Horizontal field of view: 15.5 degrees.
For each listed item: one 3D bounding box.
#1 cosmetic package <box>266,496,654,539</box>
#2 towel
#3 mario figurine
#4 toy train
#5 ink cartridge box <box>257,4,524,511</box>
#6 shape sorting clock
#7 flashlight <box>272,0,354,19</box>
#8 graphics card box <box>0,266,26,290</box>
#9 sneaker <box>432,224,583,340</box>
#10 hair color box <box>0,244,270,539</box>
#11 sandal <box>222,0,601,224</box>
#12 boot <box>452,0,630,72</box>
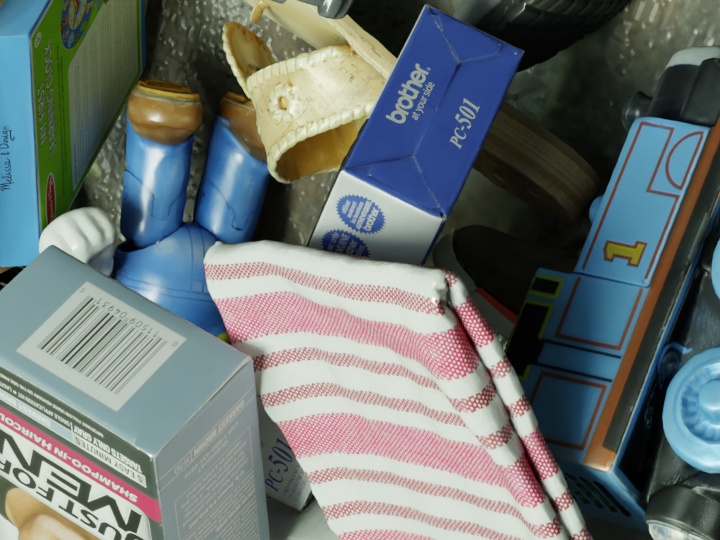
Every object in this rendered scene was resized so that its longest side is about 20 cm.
[{"bbox_3d":[0.052,0.130,1.057,0.199,0.071,0.102,1,125,38],"label":"cosmetic package"},{"bbox_3d":[0.023,0.080,0.934,0.146,0.030,0.201,5,126,55],"label":"towel"},{"bbox_3d":[-0.071,0.026,1.121,0.123,0.106,0.201,12,99,11],"label":"mario figurine"},{"bbox_3d":[0.125,0.003,0.937,0.114,0.087,0.201,13,73,31],"label":"toy train"},{"bbox_3d":[0.000,0.000,1.014,0.044,0.094,0.200,25,140,1],"label":"ink cartridge box"},{"bbox_3d":[-0.129,-0.094,1.092,0.039,0.200,0.201,16,111,9],"label":"shape sorting clock"},{"bbox_3d":[0.006,-0.197,0.993,0.068,0.068,0.201,34,107,29],"label":"flashlight"},{"bbox_3d":[-0.185,0.049,1.182,0.125,0.051,0.201,-46,32,37],"label":"graphics card box"},{"bbox_3d":[0.120,0.020,1.019,0.200,0.077,0.082,30,89,28],"label":"sneaker"},{"bbox_3d":[-0.091,0.093,1.029,0.099,0.061,0.200,28,146,25],"label":"hair color box"},{"bbox_3d":[-0.007,-0.061,1.067,0.211,0.078,0.070,32,83,24],"label":"sandal"},{"bbox_3d":[0.077,-0.182,1.005,0.200,0.070,0.132,-49,67,22],"label":"boot"}]
